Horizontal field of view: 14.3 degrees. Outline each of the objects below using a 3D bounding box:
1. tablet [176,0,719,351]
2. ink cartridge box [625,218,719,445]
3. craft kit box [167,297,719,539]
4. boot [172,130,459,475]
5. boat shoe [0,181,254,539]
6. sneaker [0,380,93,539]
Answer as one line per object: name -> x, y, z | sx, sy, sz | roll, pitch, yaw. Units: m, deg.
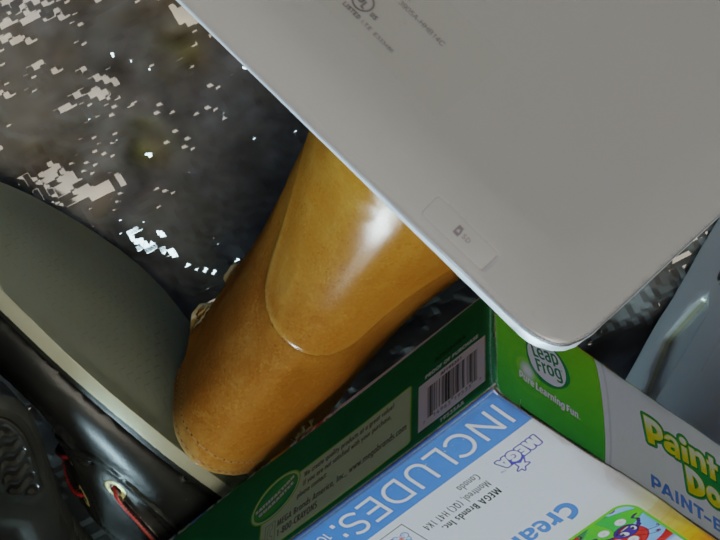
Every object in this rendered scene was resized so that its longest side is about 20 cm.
tablet -> 0.015, -0.085, 0.667 | 0.200, 0.130, 0.014 | 45, 149, 9
ink cartridge box -> 0.185, 0.067, 0.881 | 0.200, 0.083, 0.147 | 20, 112, -17
craft kit box -> 0.040, 0.118, 0.823 | 0.197, 0.049, 0.200 | 36, 123, -25
boot -> 0.000, -0.001, 0.759 | 0.071, 0.201, 0.144 | 40, 102, 2
boat shoe -> -0.060, 0.052, 0.844 | 0.063, 0.074, 0.201 | -38, 115, 24
sneaker -> -0.139, 0.071, 0.848 | 0.076, 0.114, 0.199 | -44, 152, -20
